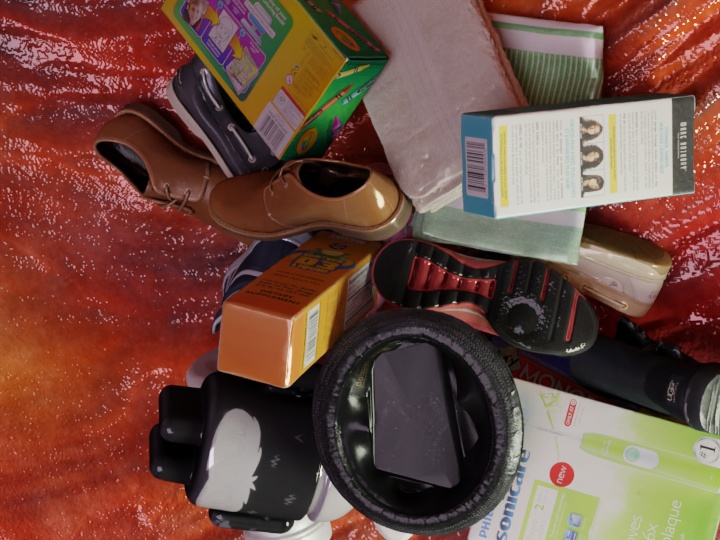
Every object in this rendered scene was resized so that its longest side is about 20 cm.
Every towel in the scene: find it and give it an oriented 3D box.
[{"bbox_3d":[0.065,-0.160,1.528,0.132,0.034,0.201,-28,73,26],"label":"towel"},{"bbox_3d":[0.125,-0.115,1.529,0.152,0.023,0.201,9,91,24],"label":"towel"}]

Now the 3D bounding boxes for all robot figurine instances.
[{"bbox_3d":[-0.087,0.157,1.622,0.199,0.125,0.150,10,156,-12],"label":"robot figurine"}]

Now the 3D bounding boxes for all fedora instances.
[{"bbox_3d":[0.056,0.118,1.527,0.200,0.092,0.201,5,109,15],"label":"fedora"}]

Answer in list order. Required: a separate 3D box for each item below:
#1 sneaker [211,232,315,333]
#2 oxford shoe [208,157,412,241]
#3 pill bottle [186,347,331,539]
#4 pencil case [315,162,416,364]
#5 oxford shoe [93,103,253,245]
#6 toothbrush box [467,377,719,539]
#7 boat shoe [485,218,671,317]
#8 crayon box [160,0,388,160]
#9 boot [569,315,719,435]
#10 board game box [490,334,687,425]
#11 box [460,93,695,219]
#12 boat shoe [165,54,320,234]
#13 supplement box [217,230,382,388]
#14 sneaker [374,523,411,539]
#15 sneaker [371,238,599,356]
[{"bbox_3d":[-0.100,0.040,1.657,0.070,0.109,0.200,23,151,-5],"label":"sneaker"},{"bbox_3d":[-0.055,-0.071,1.558,0.199,0.071,0.071,-1,147,33],"label":"oxford shoe"},{"bbox_3d":[-0.092,0.174,1.747,0.113,0.113,0.201,-5,109,26],"label":"pill bottle"},{"bbox_3d":[0.000,0.000,1.646,0.083,0.087,0.200,20,120,-8],"label":"pencil case"},{"bbox_3d":[-0.162,-0.074,1.685,0.200,0.071,0.071,32,130,9],"label":"oxford shoe"},{"bbox_3d":[0.208,0.191,1.550,0.199,0.086,0.146,16,82,13],"label":"toothbrush box"},{"bbox_3d":[0.166,-0.012,1.573,0.199,0.074,0.069,21,113,14],"label":"boat shoe"},{"bbox_3d":[-0.077,-0.207,1.569,0.200,0.058,0.119,52,125,23],"label":"crayon box"},{"bbox_3d":[0.296,0.094,1.550,0.168,0.200,0.077,23,103,53],"label":"boot"},{"bbox_3d":[0.182,0.152,1.619,0.200,0.029,0.135,27,85,12],"label":"board game box"},{"bbox_3d":[0.177,-0.095,1.460,0.049,0.199,0.083,16,111,59],"label":"box"},{"bbox_3d":[-0.092,-0.118,1.647,0.200,0.073,0.063,47,125,5],"label":"boat shoe"},{"bbox_3d":[-0.047,0.028,1.510,0.066,0.200,0.069,13,111,18],"label":"supplement box"},{"bbox_3d":[0.023,0.173,1.710,0.074,0.087,0.201,1,114,16],"label":"sneaker"},{"bbox_3d":[0.112,0.018,1.561,0.200,0.087,0.074,18,92,12],"label":"sneaker"}]
